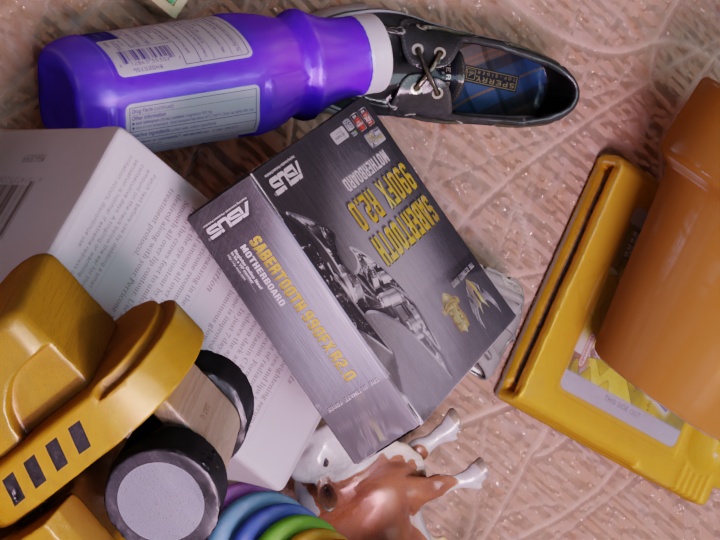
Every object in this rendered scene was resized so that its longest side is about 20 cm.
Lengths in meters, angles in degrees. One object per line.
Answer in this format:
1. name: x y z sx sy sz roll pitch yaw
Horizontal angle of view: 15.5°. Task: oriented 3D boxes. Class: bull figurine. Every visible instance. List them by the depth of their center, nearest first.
1. bull figurine: 0.021 0.156 1.632 0.121 0.065 0.201 -20 120 -14

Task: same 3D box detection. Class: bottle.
1. bottle: -0.080 -0.109 1.503 0.199 0.084 0.066 -11 117 -25

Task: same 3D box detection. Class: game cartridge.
1. game cartridge: 0.199 0.043 1.761 0.200 0.032 0.177 28 82 -33

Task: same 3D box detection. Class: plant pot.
1. plant pot: 0.247 0.009 1.670 0.200 0.200 0.184 30 98 -34

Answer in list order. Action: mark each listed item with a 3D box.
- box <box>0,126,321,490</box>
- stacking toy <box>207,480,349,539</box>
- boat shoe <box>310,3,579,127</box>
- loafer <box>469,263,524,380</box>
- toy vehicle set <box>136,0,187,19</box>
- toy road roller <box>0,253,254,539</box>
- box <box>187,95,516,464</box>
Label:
1. box: -0.127 0.020 1.459 0.200 0.152 0.107 41 68 -33
2. stacking toy: -0.032 0.175 1.526 0.085 0.200 0.086 -7 102 -33
3. boat shoe: 0.045 -0.122 1.611 0.199 0.057 0.069 4 95 -33
4. loafer: 0.019 0.015 1.612 0.200 0.070 0.070 20 79 -35
5. toy vehicle set: -0.102 -0.261 1.507 0.124 0.026 0.200 38 77 -33
6. toy road roller: -0.158 0.086 1.317 0.200 0.123 0.146 -37 104 20
7. box: 0.000 0.000 1.444 0.159 0.048 0.200 55 23 -2
